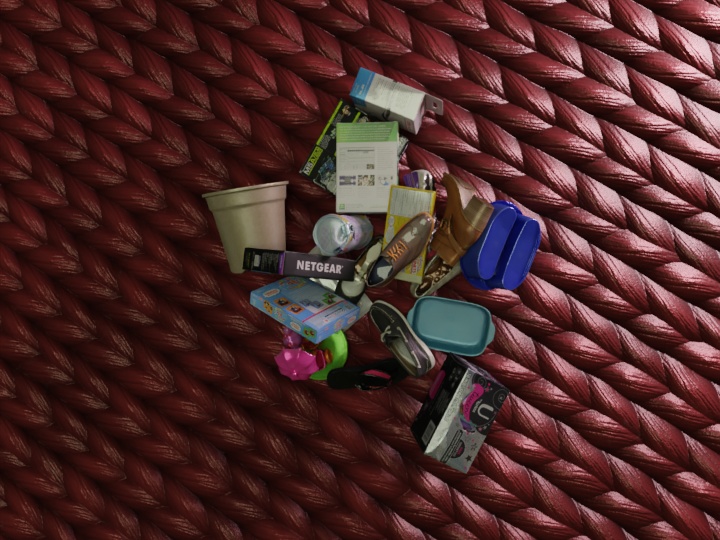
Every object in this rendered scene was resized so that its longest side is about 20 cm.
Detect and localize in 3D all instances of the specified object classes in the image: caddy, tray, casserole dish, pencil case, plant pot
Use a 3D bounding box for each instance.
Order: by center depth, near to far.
[{"bbox_3d":[0.302,-0.053,1.216,0.139,0.105,0.203,22,92,-16],"label":"caddy"},{"bbox_3d":[-0.034,-0.083,1.220,0.090,0.200,0.084,-32,86,15],"label":"pencil case"},{"bbox_3d":[0.203,0.120,1.251,0.196,0.039,0.124,10,105,10],"label":"casserole dish"},{"bbox_3d":[-0.247,-0.097,1.270,0.196,0.201,0.188,-8,100,8],"label":"plant pot"},{"bbox_3d":[-0.068,0.039,1.312,0.107,0.022,0.201,-39,84,7],"label":"tray"}]

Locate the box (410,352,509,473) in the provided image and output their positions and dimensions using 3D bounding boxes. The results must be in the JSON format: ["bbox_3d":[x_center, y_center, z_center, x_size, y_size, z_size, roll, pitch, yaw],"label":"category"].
[{"bbox_3d":[0.213,0.305,1.198,0.113,0.132,0.203,26,93,-11],"label":"box"}]

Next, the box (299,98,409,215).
[{"bbox_3d":[-0.015,-0.264,1.298,0.191,0.047,0.202,31,94,10],"label":"box"}]

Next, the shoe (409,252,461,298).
[{"bbox_3d":[0.191,-0.008,1.257,0.070,0.053,0.200,45,95,7],"label":"shoe"}]

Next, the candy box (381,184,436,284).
[{"bbox_3d":[0.102,-0.079,1.215,0.100,0.026,0.204,11,103,15],"label":"candy box"}]

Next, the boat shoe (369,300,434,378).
[{"bbox_3d":[0.082,0.155,1.247,0.201,0.060,0.074,51,138,14],"label":"boat shoe"}]

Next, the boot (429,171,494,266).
[{"bbox_3d":[0.197,-0.118,1.221,0.073,0.201,0.156,19,115,-27],"label":"boot"}]

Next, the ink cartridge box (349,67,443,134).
[{"bbox_3d":[0.084,-0.372,1.248,0.197,0.116,0.069,24,93,9],"label":"ink cartridge box"}]

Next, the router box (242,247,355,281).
[{"bbox_3d":[-0.130,-0.012,1.186,0.148,0.198,0.052,6,90,46],"label":"router box"}]

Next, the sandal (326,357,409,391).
[{"bbox_3d":[0.023,0.246,1.251,0.196,0.045,0.076,-7,121,-11],"label":"sandal"}]

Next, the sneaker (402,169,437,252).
[{"bbox_3d":[0.128,-0.125,1.270,0.082,0.080,0.205,0,90,33],"label":"sneaker"}]

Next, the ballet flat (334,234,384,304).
[{"bbox_3d":[0.000,0.000,1.264,0.067,0.068,0.202,32,85,5],"label":"ballet flat"}]

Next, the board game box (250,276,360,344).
[{"bbox_3d":[-0.122,0.077,1.225,0.198,0.150,0.037,27,121,29],"label":"board game box"}]

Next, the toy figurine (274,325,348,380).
[{"bbox_3d":[-0.127,0.162,1.229,0.147,0.184,0.204,-17,88,13],"label":"toy figurine"}]

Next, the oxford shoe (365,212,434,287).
[{"bbox_3d":[0.084,-0.037,1.175,0.071,0.073,0.201,40,107,7],"label":"oxford shoe"}]

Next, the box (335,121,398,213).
[{"bbox_3d":[0.016,-0.231,1.253,0.141,0.036,0.205,1,92,8],"label":"box"}]
